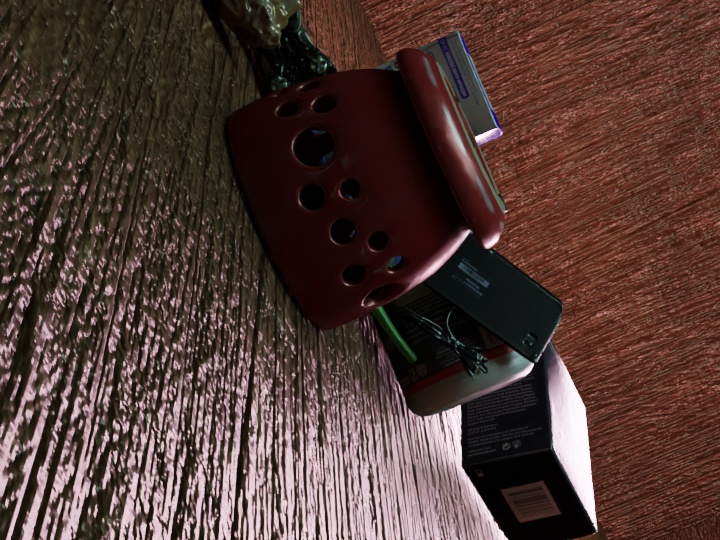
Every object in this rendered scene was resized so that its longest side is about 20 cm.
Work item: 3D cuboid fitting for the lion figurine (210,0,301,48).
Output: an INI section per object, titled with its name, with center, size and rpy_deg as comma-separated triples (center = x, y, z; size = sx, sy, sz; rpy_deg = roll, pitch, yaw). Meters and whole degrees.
[lion figurine]
center = -0.134, -0.289, 1.265
size = 0.200, 0.072, 0.123
rpy_deg = 36, 36, -47

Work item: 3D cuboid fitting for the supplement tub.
[supplement tub]
center = 0.082, 0.037, 1.454
size = 0.140, 0.140, 0.201
rpy_deg = 27, 40, -78

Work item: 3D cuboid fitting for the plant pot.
[plant pot]
center = 0.009, -0.077, 1.167
size = 0.201, 0.182, 0.201
rpy_deg = 62, 10, -18

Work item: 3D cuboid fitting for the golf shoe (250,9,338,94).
[golf shoe]
center = -0.064, -0.198, 1.406
size = 0.088, 0.077, 0.201
rpy_deg = 62, 7, -81

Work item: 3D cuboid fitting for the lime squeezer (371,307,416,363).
[lime squeezer]
center = 0.000, 0.000, 1.376
size = 0.071, 0.038, 0.201
rpy_deg = 10, 59, -76

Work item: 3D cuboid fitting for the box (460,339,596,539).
[box]
center = 0.208, 0.206, 1.761
size = 0.201, 0.117, 0.197
rpy_deg = -88, 156, -43

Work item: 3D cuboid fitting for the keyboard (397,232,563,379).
[keyboard]
center = 0.096, 0.026, 1.376
size = 0.199, 0.127, 0.021
rpy_deg = 36, -26, -2

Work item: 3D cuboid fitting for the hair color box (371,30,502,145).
[hair color box]
center = 0.033, -0.152, 1.447
size = 0.065, 0.199, 0.110
rpy_deg = 10, 57, -78

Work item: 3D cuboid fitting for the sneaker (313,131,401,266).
[sneaker]
center = -0.013, -0.074, 1.320
size = 0.075, 0.078, 0.201
rpy_deg = 132, -62, -79
